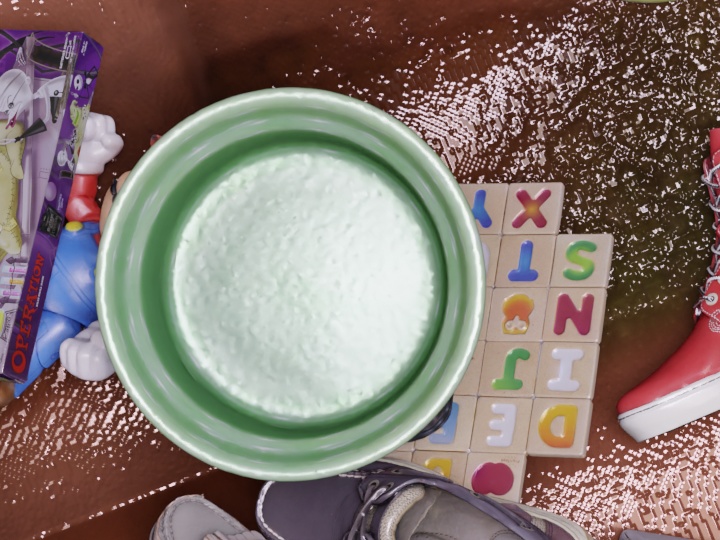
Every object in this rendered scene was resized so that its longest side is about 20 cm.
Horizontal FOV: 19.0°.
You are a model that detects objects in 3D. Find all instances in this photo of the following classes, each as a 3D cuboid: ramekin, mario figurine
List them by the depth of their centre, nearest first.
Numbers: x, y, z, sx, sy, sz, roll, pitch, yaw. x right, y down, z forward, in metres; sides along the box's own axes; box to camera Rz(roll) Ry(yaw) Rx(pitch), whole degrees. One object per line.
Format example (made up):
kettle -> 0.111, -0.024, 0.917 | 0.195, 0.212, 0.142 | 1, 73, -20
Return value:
ramekin -> -0.033, 0.007, 1.136 | 0.200, 0.098, 0.200 | 0, 90, 4
mario figurine -> -0.156, -0.014, 1.220 | 0.200, 0.106, 0.124 | -37, 102, -1

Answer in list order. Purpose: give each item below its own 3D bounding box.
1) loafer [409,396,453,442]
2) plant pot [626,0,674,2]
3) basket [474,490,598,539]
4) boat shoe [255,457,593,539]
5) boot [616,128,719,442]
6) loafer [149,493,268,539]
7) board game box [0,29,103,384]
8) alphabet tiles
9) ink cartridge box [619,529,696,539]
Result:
loafer -> 0.000, 0.000, 1.217 | 0.073, 0.072, 0.200 | -23, 67, 9
plant pot -> 0.178, -0.266, 1.219 | 0.200, 0.184, 0.201 | 0, 87, -4
basket -> 0.066, 0.235, 1.212 | 0.180, 0.136, 0.200 | 25, 81, -14
boat shoe -> 0.027, 0.138, 1.152 | 0.200, 0.065, 0.072 | 13, 81, 27
boot -> 0.209, 0.000, 1.265 | 0.200, 0.072, 0.144 | -32, 89, -13
loafer -> -0.048, 0.193, 1.151 | 0.072, 0.063, 0.200 | -18, 57, -28
board game box -> -0.221, -0.040, 1.216 | 0.120, 0.032, 0.200 | 3, 74, 29
alphabet tiles -> 0.056, 0.041, 1.225 | 0.166, 0.006, 0.200 | 0, 66, 23
ink cartridge box -> 0.211, 0.262, 1.242 | 0.145, 0.085, 0.200 | 9, 88, -3
